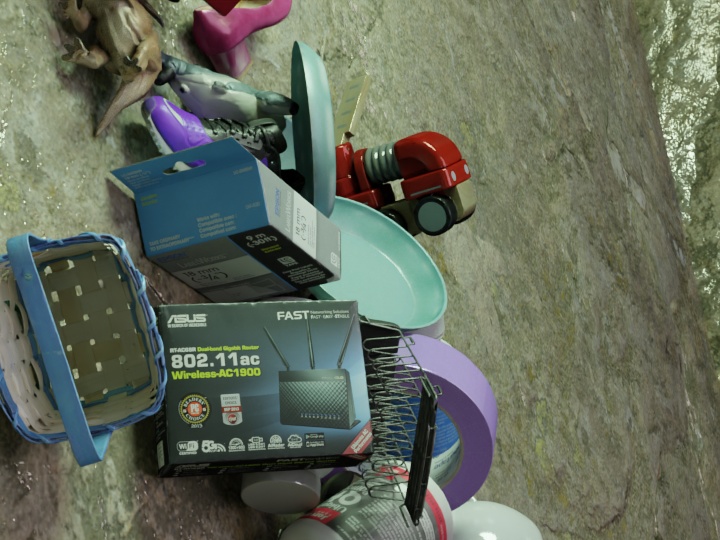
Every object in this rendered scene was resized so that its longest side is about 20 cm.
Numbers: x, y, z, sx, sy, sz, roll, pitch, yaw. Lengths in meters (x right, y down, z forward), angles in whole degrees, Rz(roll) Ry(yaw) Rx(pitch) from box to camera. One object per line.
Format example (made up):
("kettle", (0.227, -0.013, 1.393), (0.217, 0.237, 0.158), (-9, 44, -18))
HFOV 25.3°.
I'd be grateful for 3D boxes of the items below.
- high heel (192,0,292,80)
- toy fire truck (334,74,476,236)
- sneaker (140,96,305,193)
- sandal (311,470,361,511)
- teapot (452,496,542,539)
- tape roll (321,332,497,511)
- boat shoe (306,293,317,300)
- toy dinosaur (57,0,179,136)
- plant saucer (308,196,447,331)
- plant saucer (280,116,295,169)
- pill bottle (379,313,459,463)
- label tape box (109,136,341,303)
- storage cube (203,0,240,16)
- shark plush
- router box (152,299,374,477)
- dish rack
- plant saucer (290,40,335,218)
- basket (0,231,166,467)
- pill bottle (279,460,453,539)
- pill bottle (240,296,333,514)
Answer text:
("high heel", (-0.132, -0.302, 1.770), (0.200, 0.067, 0.096), (-63, 144, -38))
("toy fire truck", (0.031, -0.133, 1.886), (0.129, 0.176, 0.201), (-30, 103, -64))
("sneaker", (-0.130, -0.125, 1.598), (0.200, 0.099, 0.070), (43, 12, -38))
("sandal", (-0.041, 0.293, 1.645), (0.080, 0.057, 0.201), (39, 57, -24))
("teapot", (0.105, 0.335, 1.819), (0.146, 0.200, 0.198), (30, 76, -6))
("tape roll", (0.044, 0.167, 1.700), (0.200, 0.200, 0.066), (63, 21, -24))
("boat shoe", (-0.038, 0.049, 1.766), (0.200, 0.074, 0.062), (1, 74, -71))
("toy dinosaur", (-0.221, -0.229, 1.531), (0.136, 0.086, 0.201), (1, 83, -76))
("plant saucer", (0.000, 0.000, 1.730), (0.200, 0.036, 0.200), (25, 33, -17))
("plant saucer", (-0.087, -0.074, 1.768), (0.201, 0.039, 0.202), (42, 40, -50))
("pill bottle", (0.057, 0.139, 1.801), (0.112, 0.112, 0.201), (-44, 135, -62))
("label tape box", (-0.128, -0.041, 1.540), (0.200, 0.144, 0.063), (39, 45, -51))
("storage cube", (-0.160, -0.393, 1.560), (0.171, 0.180, 0.200), (49, 9, 35))
("shark plush", (-0.160, -0.179, 1.649), (0.200, 0.091, 0.083), (17, 32, -27))
("router box", (-0.093, 0.108, 1.487), (0.062, 0.199, 0.150), (131, -45, -64))
("dish rack", (0.028, 0.145, 1.532), (0.200, 0.054, 0.154), (-120, -146, -65))
("plant saucer", (-0.048, -0.137, 1.653), (0.200, 0.027, 0.201), (176, -90, -83))
("basket", (-0.227, 0.058, 1.258), (0.200, 0.139, 0.177), (176, -102, -84))
("pill bottle", (-0.011, 0.275, 1.564), (0.200, 0.111, 0.111), (-28, 103, -40))
("pill bottle", (-0.074, 0.134, 1.591), (0.112, 0.112, 0.201), (45, 38, -47))
